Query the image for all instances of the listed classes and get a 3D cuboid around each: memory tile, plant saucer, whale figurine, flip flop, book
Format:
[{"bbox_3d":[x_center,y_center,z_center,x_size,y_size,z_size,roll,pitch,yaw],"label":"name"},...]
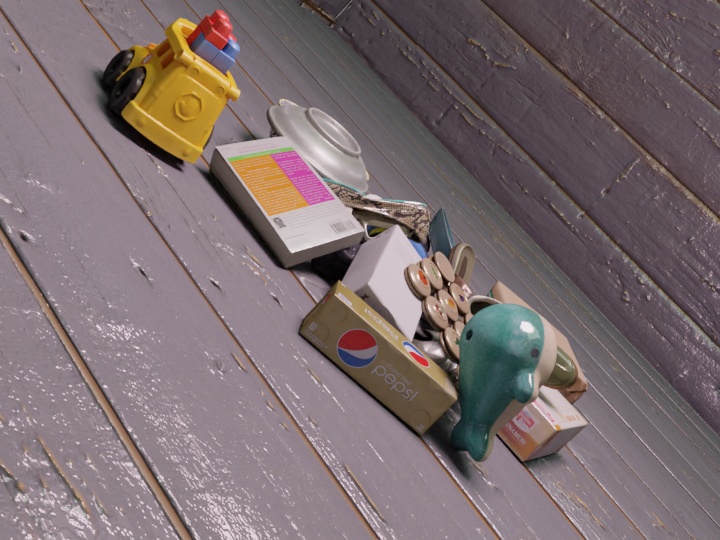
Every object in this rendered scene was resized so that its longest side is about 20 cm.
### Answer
[{"bbox_3d":[0.133,0.071,1.473,0.200,0.017,0.153,62,24,4],"label":"memory tile"},{"bbox_3d":[-0.055,-0.200,1.645,0.200,0.050,0.200,37,19,-15],"label":"plant saucer"},{"bbox_3d":[0.159,0.133,1.322,0.104,0.200,0.159,28,-4,-24],"label":"whale figurine"},{"bbox_3d":[0.154,-0.011,1.861,0.200,0.036,0.200,-15,90,-82],"label":"plant saucer"},{"bbox_3d":[0.165,0.044,1.705,0.081,0.058,0.200,57,41,-47],"label":"flip flop"},{"bbox_3d":[-0.102,-0.102,1.479,0.134,0.048,0.200,-19,59,-37],"label":"book"}]

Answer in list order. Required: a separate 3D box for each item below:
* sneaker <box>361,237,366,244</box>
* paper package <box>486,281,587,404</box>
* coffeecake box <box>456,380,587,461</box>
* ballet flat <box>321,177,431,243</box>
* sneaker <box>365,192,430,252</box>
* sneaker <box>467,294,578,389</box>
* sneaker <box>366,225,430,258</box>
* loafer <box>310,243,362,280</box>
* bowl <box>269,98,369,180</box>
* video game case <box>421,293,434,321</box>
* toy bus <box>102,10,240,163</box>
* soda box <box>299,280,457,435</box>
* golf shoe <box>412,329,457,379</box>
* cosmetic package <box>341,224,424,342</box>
[{"bbox_3d":[-0.042,-0.065,1.616,0.200,0.076,0.092,33,22,-33],"label":"sneaker"},{"bbox_3d":[0.284,0.138,1.856,0.191,0.103,0.200,40,15,-12],"label":"paper package"},{"bbox_3d":[0.248,0.205,1.617,0.154,0.073,0.200,48,15,21],"label":"coffeecake box"},{"bbox_3d":[0.008,-0.081,1.565,0.200,0.075,0.068,14,-19,-11],"label":"ballet flat"},{"bbox_3d":[0.052,-0.056,1.778,0.200,0.074,0.079,26,41,-49],"label":"sneaker"},{"bbox_3d":[0.228,0.103,1.562,0.200,0.067,0.090,40,3,24],"label":"sneaker"},{"bbox_3d":[0.077,-0.038,1.684,0.200,0.066,0.078,46,41,-44],"label":"sneaker"},{"bbox_3d":[0.000,0.000,1.570,0.200,0.063,0.072,31,31,-51],"label":"loafer"},{"bbox_3d":[-0.090,-0.190,1.799,0.201,0.094,0.201,41,14,-12],"label":"bowl"},{"bbox_3d":[0.082,0.020,1.805,0.182,0.024,0.200,33,17,-37],"label":"video game case"},{"bbox_3d":[-0.240,-0.273,1.435,0.136,0.192,0.200,32,16,-34],"label":"toy bus"},{"bbox_3d":[0.024,0.107,1.296,0.200,0.068,0.064,41,13,-7],"label":"soda box"},{"bbox_3d":[0.118,0.110,1.547,0.097,0.078,0.200,38,12,6],"label":"golf shoe"},{"bbox_3d":[0.032,0.028,1.430,0.102,0.074,0.200,54,26,-12],"label":"cosmetic package"}]
